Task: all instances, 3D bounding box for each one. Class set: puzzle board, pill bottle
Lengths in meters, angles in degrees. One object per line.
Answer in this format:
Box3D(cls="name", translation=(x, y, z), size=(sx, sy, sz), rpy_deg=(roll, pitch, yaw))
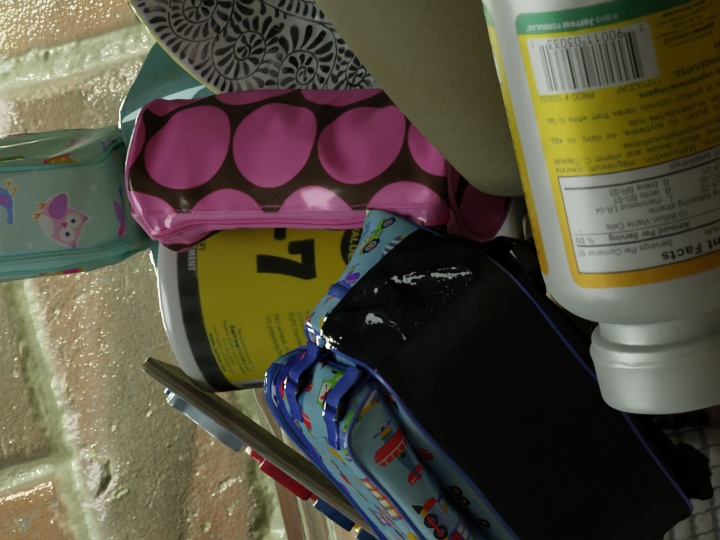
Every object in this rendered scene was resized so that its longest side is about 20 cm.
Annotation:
Box3D(cls="puzzle board", translation=(-0.035, 0.115, 1.694), size=(0.200, 0.017, 0.151), rpy_deg=(36, 178, 5))
Box3D(cls="pill bottle", translation=(0.000, 0.000, 1.631), size=(0.114, 0.199, 0.115), rpy_deg=(-8, -90, -73))
Box3D(cls="pill bottle", translation=(0.123, -0.046, 1.279), size=(0.113, 0.112, 0.201), rpy_deg=(-133, 28, -73))

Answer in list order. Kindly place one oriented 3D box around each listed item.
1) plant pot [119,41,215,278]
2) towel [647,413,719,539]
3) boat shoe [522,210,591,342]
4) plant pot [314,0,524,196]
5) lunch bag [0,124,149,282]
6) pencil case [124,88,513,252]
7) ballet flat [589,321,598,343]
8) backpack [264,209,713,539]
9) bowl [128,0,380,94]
Box3D(cls="plant pot", translation=(-0.029, -0.074, 1.767), size=(0.196, 0.199, 0.197), rpy_deg=(-75, -25, -64))
Box3D(cls="towel", translation=(0.113, 0.166, 1.574), size=(0.086, 0.165, 0.201), rpy_deg=(-114, 11, -64))
Box3D(cls="boat shoe", translation=(0.113, -0.030, 1.537), size=(0.200, 0.072, 0.065), rpy_deg=(77, 174, -61))
Box3D(cls="plant pot", translation=(0.059, -0.142, 1.390), size=(0.187, 0.187, 0.201), rpy_deg=(-122, 8, -64))
Box3D(cls="lunch bag", translation=(-0.201, -0.040, 1.805), size=(0.200, 0.159, 0.078), rpy_deg=(-41, -57, -78))
Box3D(cls="pencil case", translation=(-0.025, -0.049, 1.544), size=(0.091, 0.199, 0.094), rpy_deg=(54, -138, -47))
Box3D(cls="ballet flat", translation=(0.145, 0.014, 1.443), size=(0.200, 0.067, 0.064), rpy_deg=(55, -127, -74))
Box3D(cls="backpack", translation=(0.042, 0.064, 1.417), size=(0.183, 0.134, 0.200), rpy_deg=(51, 170, -23))
Box3D(cls="bowl", translation=(-0.023, -0.174, 1.568), size=(0.201, 0.200, 0.094), rpy_deg=(83, -150, -46))
